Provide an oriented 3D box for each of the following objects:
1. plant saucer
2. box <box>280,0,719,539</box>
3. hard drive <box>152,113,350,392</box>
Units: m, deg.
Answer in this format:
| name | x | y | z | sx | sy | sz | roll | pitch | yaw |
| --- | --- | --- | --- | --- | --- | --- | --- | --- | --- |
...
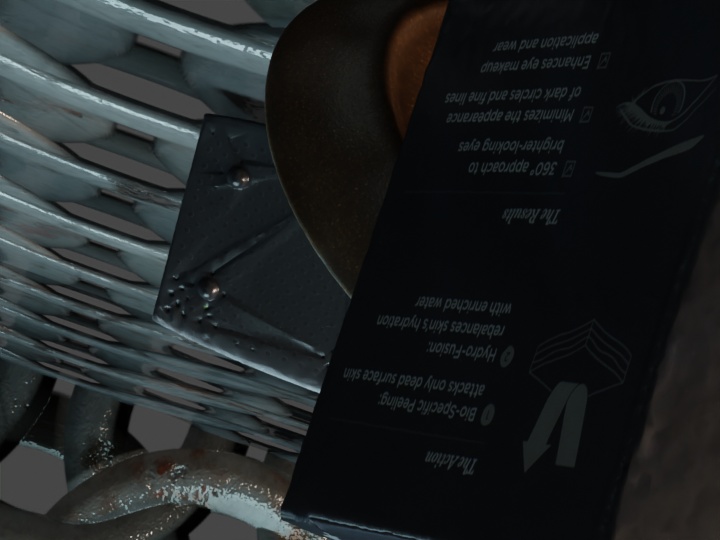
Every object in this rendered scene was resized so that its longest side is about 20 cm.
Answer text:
| name | x | y | z | sx | sy | sz | roll | pitch | yaw |
| --- | --- | --- | --- | --- | --- | --- | --- | --- | --- |
| plant saucer | 0.056 | -0.037 | 1.038 | 0.200 | 0.201 | 0.037 | 23 | 134 | -24 |
| box | 0.092 | 0.013 | 0.884 | 0.117 | 0.201 | 0.196 | 24 | 171 | -27 |
| hard drive | 0.000 | 0.000 | 1.445 | 0.199 | 0.135 | 0.042 | 19 | -160 | 8 |
